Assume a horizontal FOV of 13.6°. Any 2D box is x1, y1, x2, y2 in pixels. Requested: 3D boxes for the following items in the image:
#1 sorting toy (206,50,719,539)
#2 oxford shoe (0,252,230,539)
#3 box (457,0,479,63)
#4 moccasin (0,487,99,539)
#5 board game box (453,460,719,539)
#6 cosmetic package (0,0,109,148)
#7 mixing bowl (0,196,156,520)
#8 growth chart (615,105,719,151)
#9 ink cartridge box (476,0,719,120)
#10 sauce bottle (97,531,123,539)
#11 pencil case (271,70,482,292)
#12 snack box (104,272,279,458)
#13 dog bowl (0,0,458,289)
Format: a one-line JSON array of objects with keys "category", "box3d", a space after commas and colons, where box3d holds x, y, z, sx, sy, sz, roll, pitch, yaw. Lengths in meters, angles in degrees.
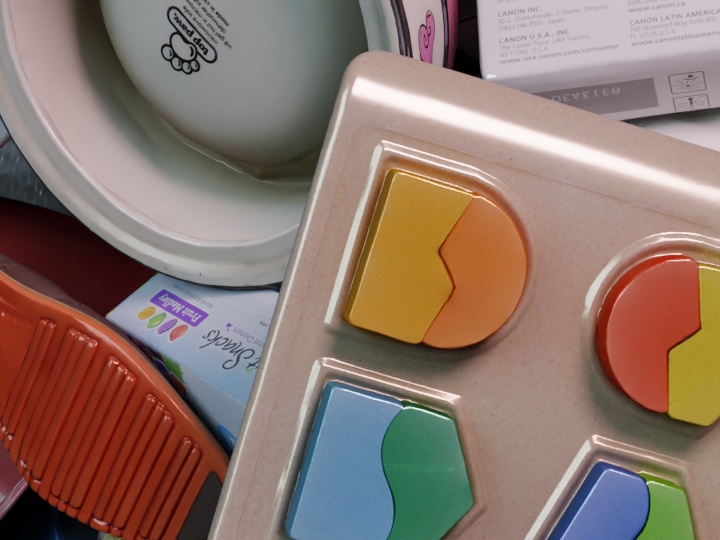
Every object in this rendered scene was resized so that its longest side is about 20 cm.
[{"category": "sorting toy", "box3d": [0.058, 0.045, 1.006, 0.036, 0.184, 0.201, -177, 103, -82]}, {"category": "oxford shoe", "box3d": [-0.113, 0.040, 1.183, 0.200, 0.072, 0.071, 38, 108, 23]}, {"category": "box", "box3d": [0.086, -0.180, 1.268, 0.068, 0.082, 0.201, -13, 60, 37]}, {"category": "moccasin", "box3d": [-0.118, 0.133, 1.301, 0.081, 0.068, 0.200, -55, 24, 24]}, {"category": "board game box", "box3d": [0.102, 0.093, 1.043, 0.096, 0.199, 0.030, -63, 10, -3]}, {"category": "cosmetic package", "box3d": [-0.158, -0.142, 1.307, 0.199, 0.123, 0.200, -45, 12, -9]}, {"category": "mixing bowl", "box3d": [-0.185, 0.041, 1.319, 0.200, 0.108, 0.200, -50, 10, 12]}, {"category": "growth chart", "box3d": [0.130, -0.065, 1.129, 0.200, 0.018, 0.145, -33, 43, -22]}, {"category": "ink cartridge box", "box3d": [0.122, -0.156, 1.134, 0.160, 0.050, 0.201, -7, 61, 10]}, {"category": "sauce bottle", "box3d": [-0.060, 0.144, 1.133, 0.065, 0.065, 0.200, -52, 22, 10]}, {"category": "pencil case", "box3d": [0.000, 0.000, 1.252, 0.200, 0.087, 0.078, -35, 73, 26]}, {"category": "snack box", "box3d": [-0.007, 0.081, 1.150, 0.053, 0.143, 0.200, -39, 31, -15]}, {"category": "dog bowl", "box3d": [-0.050, -0.099, 1.147, 0.199, 0.074, 0.201, 14, 119, 27]}]
